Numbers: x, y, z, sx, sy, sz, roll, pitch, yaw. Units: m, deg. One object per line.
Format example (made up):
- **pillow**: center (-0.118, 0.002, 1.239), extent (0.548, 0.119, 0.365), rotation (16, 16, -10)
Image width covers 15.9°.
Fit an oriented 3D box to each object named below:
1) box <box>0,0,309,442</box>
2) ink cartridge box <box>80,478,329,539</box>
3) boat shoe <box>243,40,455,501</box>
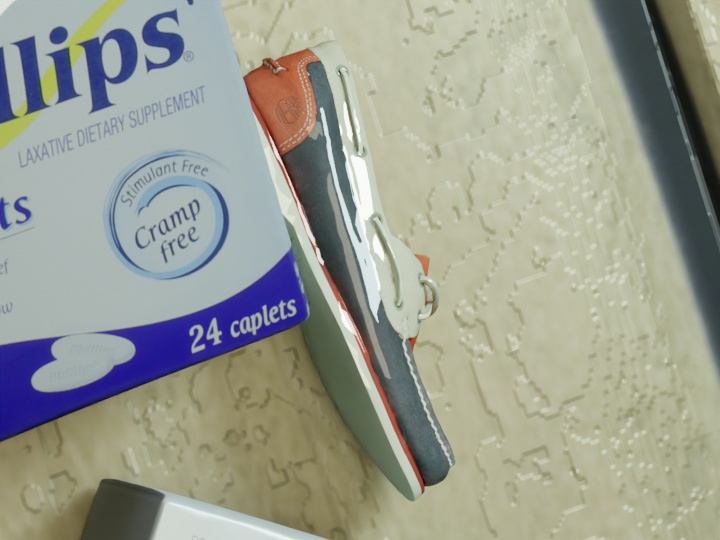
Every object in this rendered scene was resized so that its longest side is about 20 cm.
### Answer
- **box**: center (-0.143, -0.047, 1.041), extent (0.183, 0.105, 0.201), rotation (-21, 105, -16)
- **ink cartridge box**: center (-0.024, 0.184, 1.062), extent (0.199, 0.145, 0.146), rotation (19, 83, -14)
- **boat shoe**: center (0.000, 0.000, 1.117), extent (0.062, 0.071, 0.201), rotation (-24, 90, -18)
